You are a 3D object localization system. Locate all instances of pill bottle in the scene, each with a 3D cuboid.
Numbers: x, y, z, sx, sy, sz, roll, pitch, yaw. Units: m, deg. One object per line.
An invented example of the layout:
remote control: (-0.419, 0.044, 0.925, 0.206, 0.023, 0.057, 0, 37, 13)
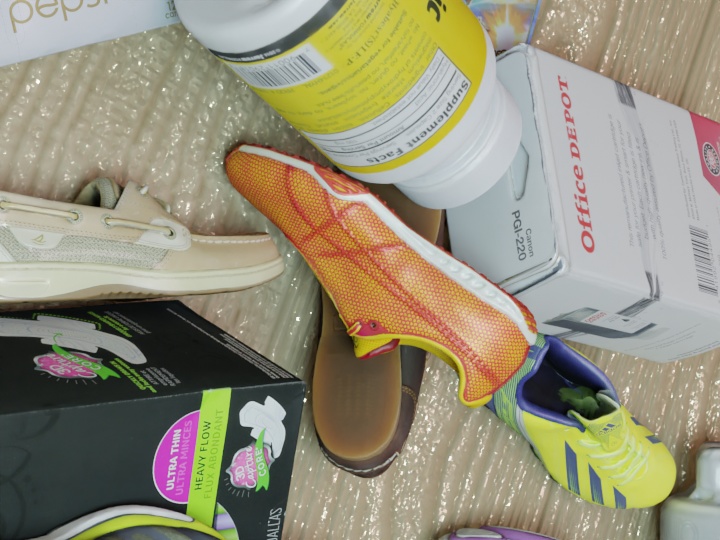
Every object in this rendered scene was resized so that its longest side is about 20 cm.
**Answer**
pill bottle: (0.002, -0.114, 0.945, 0.200, 0.111, 0.112, 41, 68, -46)

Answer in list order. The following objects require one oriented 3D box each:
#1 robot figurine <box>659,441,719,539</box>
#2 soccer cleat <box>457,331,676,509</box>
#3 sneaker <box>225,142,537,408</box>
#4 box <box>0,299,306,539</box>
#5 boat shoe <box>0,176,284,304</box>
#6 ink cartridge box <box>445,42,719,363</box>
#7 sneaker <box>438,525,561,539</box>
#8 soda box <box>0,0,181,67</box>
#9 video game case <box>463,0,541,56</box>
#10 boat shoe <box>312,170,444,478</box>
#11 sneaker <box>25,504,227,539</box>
robot figurine: (0.256, 0.217, 1.213, 0.170, 0.112, 0.201, 4, 87, -77)
soccer cleat: (0.144, 0.099, 1.141, 0.200, 0.084, 0.065, 39, 70, -33)
sneaker: (0.000, 0.000, 0.980, 0.077, 0.200, 0.073, -53, 166, -1)
box: (-0.148, 0.107, 0.870, 0.199, 0.124, 0.149, -3, 110, -37)
boat shoe: (-0.124, -0.017, 0.935, 0.199, 0.072, 0.065, -2, 88, -38)
ink cartridge box: (0.143, -0.035, 1.097, 0.199, 0.085, 0.146, 16, 59, -44)
sneaker: (0.119, 0.222, 1.135, 0.200, 0.075, 0.100, 30, 74, -36)
soda box: (-0.187, -0.130, 0.879, 0.199, 0.068, 0.064, -21, 105, -35)
video game case: (0.030, -0.206, 1.023, 0.199, 0.045, 0.182, -2, 114, -38)
boat shoe: (0.010, 0.020, 1.048, 0.070, 0.070, 0.201, 56, 43, -68)
sneaker: (-0.125, 0.151, 0.770, 0.199, 0.081, 0.074, -2, 111, -39)
